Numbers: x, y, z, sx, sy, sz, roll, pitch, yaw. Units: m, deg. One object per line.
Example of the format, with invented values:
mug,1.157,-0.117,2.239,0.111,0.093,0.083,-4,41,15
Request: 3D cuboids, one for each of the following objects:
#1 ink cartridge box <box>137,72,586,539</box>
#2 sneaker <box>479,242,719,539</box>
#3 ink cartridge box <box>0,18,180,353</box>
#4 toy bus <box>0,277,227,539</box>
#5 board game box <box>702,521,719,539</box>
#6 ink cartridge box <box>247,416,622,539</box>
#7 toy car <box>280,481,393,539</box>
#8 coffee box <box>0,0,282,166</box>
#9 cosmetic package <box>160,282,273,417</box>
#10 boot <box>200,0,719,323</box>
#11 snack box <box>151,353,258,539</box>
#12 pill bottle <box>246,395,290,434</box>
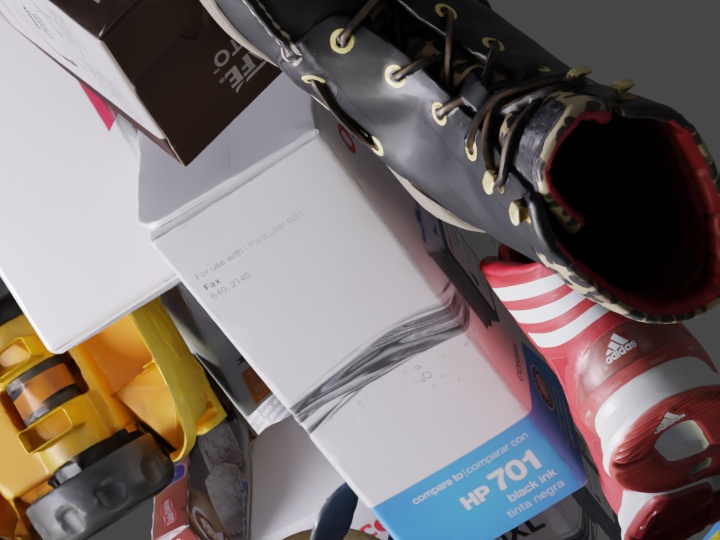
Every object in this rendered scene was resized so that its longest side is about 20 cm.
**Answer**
ink cartridge box,0.000,0.000,1.052,0.200,0.086,0.147,53,-165,-30
sneaker,0.107,0.036,1.017,0.116,0.078,0.200,61,177,22
ink cartridge box,-0.110,-0.061,1.135,0.145,0.084,0.200,58,-165,-2
toy bus,-0.168,0.074,1.256,0.136,0.199,0.192,58,-170,4
board game box,0.157,0.206,1.030,0.056,0.200,0.196,44,171,-26
ink cartridge box,0.055,0.143,1.278,0.200,0.144,0.085,52,-159,-29
toy car,-0.005,0.177,1.145,0.158,0.201,0.164,37,-155,34
coffee box,-0.099,-0.143,0.962,0.200,0.113,0.080,39,168,36
cosmetic package,-0.059,-0.008,1.349,0.071,0.101,0.200,47,171,21
boot,0.032,-0.063,0.854,0.200,0.073,0.150,48,171,-35
snack box,-0.073,0.113,1.301,0.072,0.024,0.200,54,-169,-19
pill bottle,-0.052,0.065,1.586,0.200,0.111,0.111,44,170,9
